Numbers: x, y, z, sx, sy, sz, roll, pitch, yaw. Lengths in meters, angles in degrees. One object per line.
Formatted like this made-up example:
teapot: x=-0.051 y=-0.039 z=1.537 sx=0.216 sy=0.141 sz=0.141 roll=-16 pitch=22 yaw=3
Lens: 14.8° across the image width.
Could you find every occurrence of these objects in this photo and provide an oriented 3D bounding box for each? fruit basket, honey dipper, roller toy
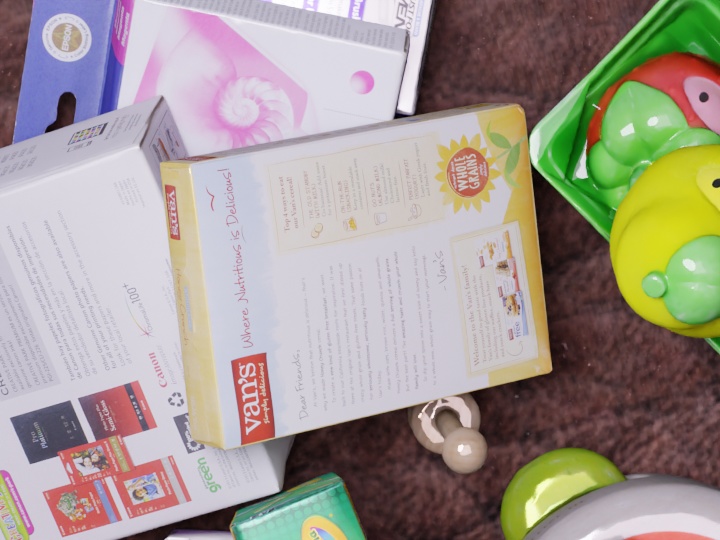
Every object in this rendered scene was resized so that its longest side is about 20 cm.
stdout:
fruit basket: x=0.189 y=-0.033 z=1.417 sx=0.156 sy=0.216 sz=0.216 roll=-45 pitch=89 yaw=-1
honey dipper: x=0.048 y=0.080 z=1.411 sx=0.038 sy=0.200 sz=0.038 roll=0 pitch=92 yaw=-3
roller toy: x=0.157 y=0.200 z=1.439 sx=0.199 sy=0.140 sz=0.183 roll=16 pitch=88 yaw=0

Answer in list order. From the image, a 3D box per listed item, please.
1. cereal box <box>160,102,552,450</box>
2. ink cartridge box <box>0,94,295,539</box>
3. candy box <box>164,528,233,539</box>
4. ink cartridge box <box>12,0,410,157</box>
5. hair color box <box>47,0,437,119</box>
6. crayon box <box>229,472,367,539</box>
cereal box: x=0.000 y=0.000 z=1.397 sx=0.199 sy=0.039 sz=0.145 roll=-11 pitch=100 yaw=-29
ink cartridge box: x=-0.151 y=0.036 z=1.432 sx=0.175 sy=0.084 sz=0.201 roll=-17 pitch=109 yaw=11
candy box: x=-0.027 y=0.243 z=1.470 sx=0.167 sy=0.072 sz=0.201 roll=4 pitch=89 yaw=0
ink cartridge box: x=-0.089 y=-0.049 z=1.457 sx=0.199 sy=0.043 sz=0.197 roll=11 pitch=113 yaw=-1
hair color box: x=-0.059 y=-0.151 z=1.487 sx=0.199 sy=0.065 sz=0.110 roll=10 pitch=89 yaw=2
crayon box: x=-0.015 y=0.164 z=1.337 sx=0.058 sy=0.200 sz=0.119 roll=-21 pitch=88 yaw=-2
